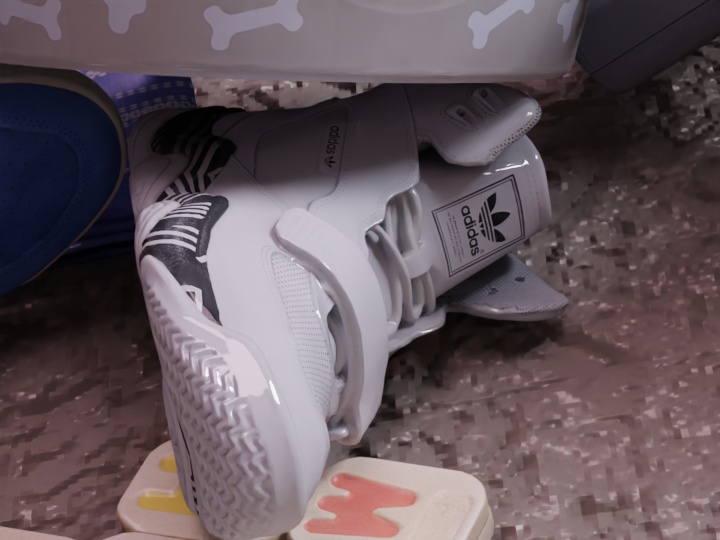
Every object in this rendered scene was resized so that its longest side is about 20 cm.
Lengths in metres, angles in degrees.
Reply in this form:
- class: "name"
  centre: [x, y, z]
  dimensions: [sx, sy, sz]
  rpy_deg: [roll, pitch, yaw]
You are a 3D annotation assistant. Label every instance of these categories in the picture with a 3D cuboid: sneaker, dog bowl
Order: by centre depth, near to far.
- class: "sneaker"
  centre: [0.000, 0.000, 0.793]
  dimensions: [0.114, 0.075, 0.200]
  rpy_deg: [-11, 24, -2]
- class: "sneaker"
  centre: [-0.148, 0.017, 0.815]
  dimensions: [0.199, 0.077, 0.111]
  rpy_deg: [-23, 31, -4]
- class: "dog bowl"
  centre: [-0.027, -0.087, 0.836]
  dimensions: [0.199, 0.059, 0.200]
  rpy_deg: [2, 6, 0]

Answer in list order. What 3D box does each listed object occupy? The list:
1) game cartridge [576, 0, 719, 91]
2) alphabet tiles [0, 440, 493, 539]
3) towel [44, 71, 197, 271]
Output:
- class: "game cartridge"
  centre: [0.126, -0.140, 0.933]
  dimensions: [0.133, 0.040, 0.200]
  rpy_deg: [-28, 25, 35]
- class: "alphabet tiles"
  centre: [-0.044, 0.111, 0.721]
  dimensions: [0.195, 0.015, 0.200]
  rpy_deg: [6, 39, 23]
- class: "towel"
  centre: [-0.130, -0.075, 0.945]
  dimensions: [0.144, 0.024, 0.201]
  rpy_deg: [-12, 53, -2]
